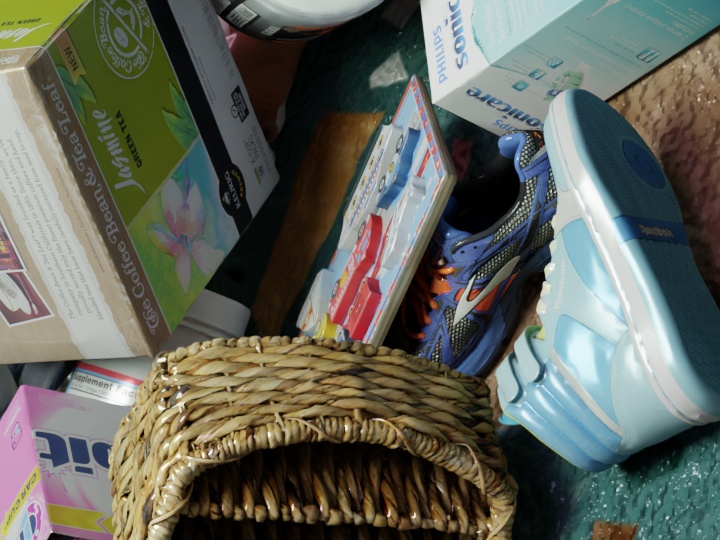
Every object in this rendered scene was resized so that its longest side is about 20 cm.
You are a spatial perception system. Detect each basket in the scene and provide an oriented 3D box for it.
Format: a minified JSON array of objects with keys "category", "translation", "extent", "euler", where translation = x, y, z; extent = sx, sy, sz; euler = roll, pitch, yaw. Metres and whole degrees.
[{"category":"basket","translation":[-0.020,0.131,1.219],"extent":[0.143,0.199,0.149],"euler":[122,148,-47]}]

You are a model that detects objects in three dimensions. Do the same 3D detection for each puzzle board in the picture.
[{"category":"puzzle board","translation":[0.000,0.000,1.356],"extent":[0.151,0.017,0.200],"euler":[-104,36,-63]}]

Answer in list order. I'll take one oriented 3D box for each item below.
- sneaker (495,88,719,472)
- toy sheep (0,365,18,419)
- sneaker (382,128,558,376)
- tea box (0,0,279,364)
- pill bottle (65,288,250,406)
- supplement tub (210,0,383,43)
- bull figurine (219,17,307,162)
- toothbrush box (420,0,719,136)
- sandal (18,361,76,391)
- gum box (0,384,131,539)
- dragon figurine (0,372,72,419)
[{"category":"sneaker","translation":[0.109,0.012,1.227],"extent":[0.130,0.079,0.200],"euler":[-37,56,33]},{"category":"toy sheep","translation":[-0.298,0.098,1.643],"extent":[0.200,0.137,0.138],"euler":[124,145,-44]},{"category":"sneaker","translation":[0.058,-0.008,1.314],"extent":[0.200,0.078,0.075],"euler":[-52,39,18]},{"category":"tea box","translation":[-0.169,-0.079,1.397],"extent":[0.133,0.200,0.197],"euler":[-3,34,29]},{"category":"pill bottle","translation":[-0.138,0.106,1.463],"extent":[0.109,0.109,0.201],"euler":[9,78,51]},{"category":"supplement tub","translation":[-0.038,-0.202,1.413],"extent":[0.200,0.122,0.123],"euler":[-173,105,-80]},{"category":"bull figurine","translation":[-0.081,-0.157,1.540],"extent":[0.200,0.121,0.065],"euler":[-64,11,-8]},{"category":"toothbrush box","translation":[0.128,-0.184,1.316],"extent":[0.200,0.085,0.147],"euler":[-33,49,35]},{"category":"sandal","translation":[-0.173,0.009,1.522],"extent":[0.076,0.043,0.200],"euler":[-61,-4,31]},{"category":"gum box","translation":[-0.109,0.145,1.341],"extent":[0.066,0.199,0.114],"euler":[-57,34,30]},{"category":"dragon figurine","translation":[-0.208,0.113,1.582],"extent":[0.099,0.059,0.200],"euler":[-48,43,22]}]
